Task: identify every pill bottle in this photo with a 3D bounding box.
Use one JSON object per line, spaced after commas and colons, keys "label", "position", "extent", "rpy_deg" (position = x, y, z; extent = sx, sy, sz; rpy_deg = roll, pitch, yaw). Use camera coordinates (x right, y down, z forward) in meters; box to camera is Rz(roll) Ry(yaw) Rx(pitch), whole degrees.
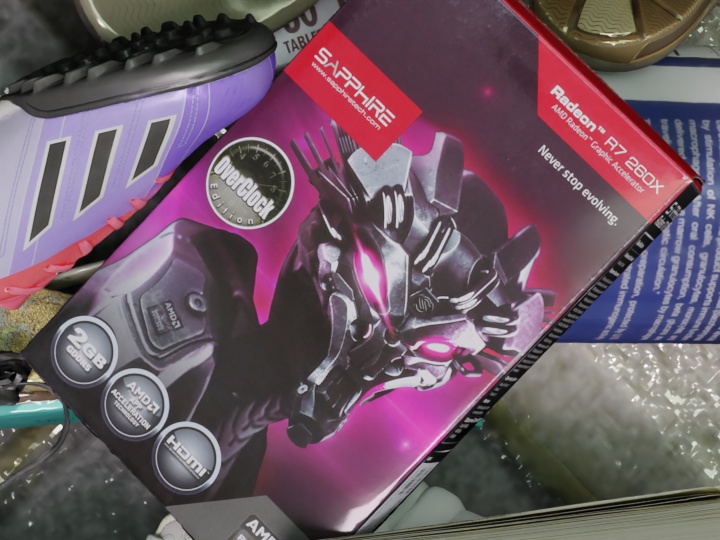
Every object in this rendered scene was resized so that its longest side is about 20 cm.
{"label": "pill bottle", "position": [0.120, -0.028, 0.805], "extent": [0.199, 0.111, 0.112], "rpy_deg": [1, 87, -10]}

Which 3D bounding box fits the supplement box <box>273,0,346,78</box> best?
{"label": "supplement box", "position": [-0.056, -0.168, 0.807], "extent": [0.109, 0.061, 0.201], "rpy_deg": [-21, 90, -11]}

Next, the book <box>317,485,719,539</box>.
{"label": "book", "position": [0.042, 0.146, 0.747], "extent": [0.199, 0.048, 0.134], "rpy_deg": [-1, 127, -36]}

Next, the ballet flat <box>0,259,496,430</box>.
{"label": "ballet flat", "position": [-0.047, 0.025, 0.797], "extent": [0.199, 0.071, 0.071], "rpy_deg": [1, 87, -9]}

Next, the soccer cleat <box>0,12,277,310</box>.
{"label": "soccer cleat", "position": [-0.106, -0.028, 0.728], "extent": [0.199, 0.068, 0.073], "rpy_deg": [-18, 101, 24]}

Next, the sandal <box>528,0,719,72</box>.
{"label": "sandal", "position": [0.123, -0.121, 0.816], "extent": [0.080, 0.054, 0.200], "rpy_deg": [26, 46, 21]}

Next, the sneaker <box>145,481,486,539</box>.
{"label": "sneaker", "position": [-0.049, 0.129, 0.783], "extent": [0.200, 0.081, 0.088], "rpy_deg": [-40, 71, 1]}

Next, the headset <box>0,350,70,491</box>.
{"label": "headset", "position": [-0.137, 0.127, 0.736], "extent": [0.094, 0.123, 0.201], "rpy_deg": [7, 88, -42]}

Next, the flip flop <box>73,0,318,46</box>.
{"label": "flip flop", "position": [-0.006, -0.131, 0.751], "extent": [0.199, 0.058, 0.081], "rpy_deg": [-17, 90, -6]}

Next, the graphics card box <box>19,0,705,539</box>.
{"label": "graphics card box", "position": [0.000, 0.000, 0.716], "extent": [0.125, 0.051, 0.200], "rpy_deg": [45, 97, 9]}
